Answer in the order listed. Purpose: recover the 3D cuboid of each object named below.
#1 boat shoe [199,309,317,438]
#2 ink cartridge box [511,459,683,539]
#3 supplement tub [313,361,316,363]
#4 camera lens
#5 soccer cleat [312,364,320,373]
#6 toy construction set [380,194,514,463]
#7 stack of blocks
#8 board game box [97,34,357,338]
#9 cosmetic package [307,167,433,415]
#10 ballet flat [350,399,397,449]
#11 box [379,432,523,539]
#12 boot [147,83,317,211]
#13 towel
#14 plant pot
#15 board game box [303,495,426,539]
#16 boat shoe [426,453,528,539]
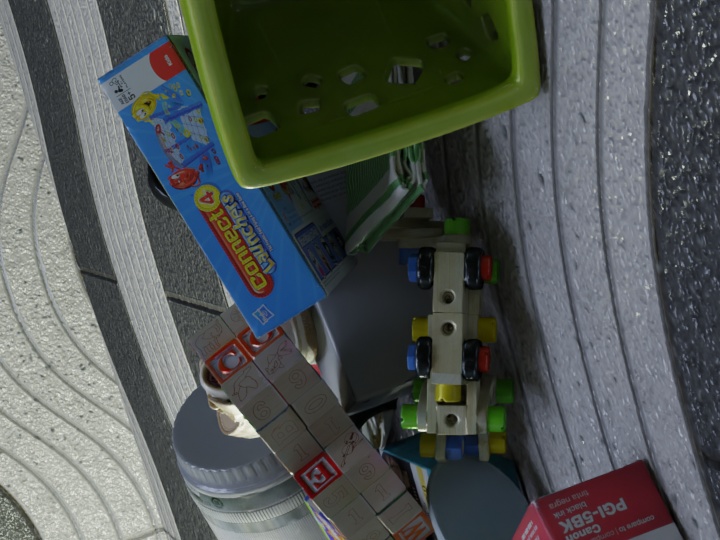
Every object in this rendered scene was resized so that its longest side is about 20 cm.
[{"bbox_3d":[-0.093,0.078,1.464,0.200,0.069,0.074,119,137,-56],"label":"boat shoe"},{"bbox_3d":[0.171,0.243,1.178,0.147,0.083,0.200,103,146,-61],"label":"ink cartridge box"},{"bbox_3d":[-0.054,-0.031,1.556,0.123,0.122,0.200,111,138,-67],"label":"supplement tub"},{"bbox_3d":[-0.072,0.199,1.755,0.160,0.160,0.200,50,169,52],"label":"camera lens"},{"bbox_3d":[-0.033,0.045,1.681,0.085,0.069,0.200,67,170,-8],"label":"soccer cleat"},{"bbox_3d":[0.063,0.038,1.320,0.131,0.092,0.200,16,-120,-78],"label":"toy construction set"},{"bbox_3d":[-0.033,0.119,1.337,0.115,0.059,0.200,46,173,46],"label":"stack of blocks"},{"bbox_3d":[-0.084,-0.064,1.281,0.196,0.056,0.200,58,-172,-2],"label":"board game box"},{"bbox_3d":[0.000,0.000,1.439,0.085,0.108,0.200,128,123,-72],"label":"cosmetic package"},{"bbox_3d":[-0.011,0.120,1.546,0.200,0.068,0.068,-6,-92,-72],"label":"ballet flat"},{"bbox_3d":[0.076,0.184,1.496,0.200,0.049,0.082,-174,66,-73],"label":"box"},{"bbox_3d":[-0.094,-0.159,1.426,0.079,0.211,0.158,28,153,12],"label":"boot"},{"bbox_3d":[0.007,-0.125,1.304,0.153,0.023,0.200,130,137,-67],"label":"towel"},{"bbox_3d":[-0.023,-0.195,1.130,0.182,0.199,0.200,-121,16,-55],"label":"plant pot"},{"bbox_3d":[0.028,0.244,1.574,0.134,0.045,0.200,41,169,20],"label":"board game box"},{"bbox_3d":[0.108,0.232,1.371,0.200,0.071,0.091,56,161,16],"label":"boat shoe"}]
